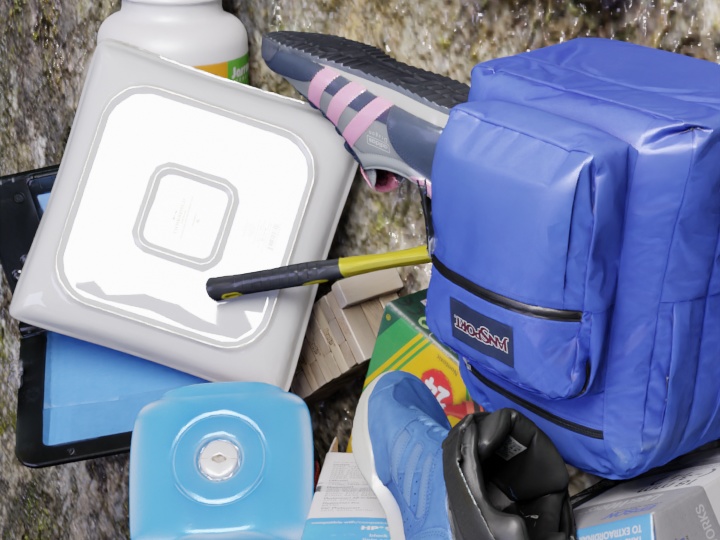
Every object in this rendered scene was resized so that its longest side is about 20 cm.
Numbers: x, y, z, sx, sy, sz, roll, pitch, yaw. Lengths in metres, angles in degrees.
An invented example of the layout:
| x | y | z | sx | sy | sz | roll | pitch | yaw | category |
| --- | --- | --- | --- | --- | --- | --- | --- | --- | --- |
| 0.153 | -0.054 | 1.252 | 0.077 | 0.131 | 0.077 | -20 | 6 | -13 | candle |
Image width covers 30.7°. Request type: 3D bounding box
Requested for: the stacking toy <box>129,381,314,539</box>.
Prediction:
| x | y | z | sx | sy | sz | roll | pitch | yaw | category |
| --- | --- | --- | --- | --- | --- | --- | --- | --- | --- |
| -0.082 | 0.167 | 0.880 | 0.201 | 0.114 | 0.111 | 85 | -179 | -57 | stacking toy |

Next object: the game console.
| x | y | z | sx | sy | sz | roll | pitch | yaw | category |
| --- | --- | --- | --- | --- | --- | --- | --- | --- | --- |
| -0.157 | 0.018 | 0.903 | 0.117 | 0.197 | 0.178 | -89 | -12 | -65 | game console |

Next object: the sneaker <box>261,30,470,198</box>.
| x | y | z | sx | sy | sz | roll | pitch | yaw | category |
| --- | --- | --- | --- | --- | --- | --- | --- | --- | --- |
| 0.000 | -0.097 | 0.843 | 0.199 | 0.070 | 0.083 | 32 | 122 | 41 | sneaker |

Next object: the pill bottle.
| x | y | z | sx | sy | sz | roll | pitch | yaw | category |
| --- | --- | --- | --- | --- | --- | --- | --- | --- | --- |
| -0.137 | -0.131 | 0.965 | 0.110 | 0.110 | 0.203 | 24 | 121 | 43 | pill bottle |

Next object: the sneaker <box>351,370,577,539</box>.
| x | y | z | sx | sy | sz | roll | pitch | yaw | category |
| --- | --- | --- | --- | --- | --- | --- | --- | --- | --- |
| 0.055 | 0.100 | 0.677 | 0.112 | 0.076 | 0.201 | -51 | 24 | 27 | sneaker |

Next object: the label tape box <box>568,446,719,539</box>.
| x | y | z | sx | sy | sz | roll | pitch | yaw | category |
| --- | --- | --- | --- | --- | --- | --- | --- | --- | --- |
| 0.131 | 0.152 | 0.672 | 0.144 | 0.199 | 0.064 | -28 | 82 | 51 | label tape box |

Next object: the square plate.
| x | y | z | sx | sy | sz | roll | pitch | yaw | category |
| --- | --- | --- | --- | --- | --- | --- | --- | --- | --- |
| -0.115 | -0.036 | 0.876 | 0.028 | 0.196 | 0.202 | 92 | -165 | -84 | square plate |

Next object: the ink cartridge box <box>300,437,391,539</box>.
| x | y | z | sx | sy | sz | roll | pitch | yaw | category |
| --- | --- | --- | --- | --- | --- | --- | --- | --- | --- |
| 0.006 | 0.185 | 0.805 | 0.067 | 0.200 | 0.118 | 0 | 101 | 4 | ink cartridge box |

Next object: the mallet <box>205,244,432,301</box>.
| x | y | z | sx | sy | sz | roll | pitch | yaw | category |
| --- | --- | --- | --- | --- | --- | --- | --- | --- | --- |
| 0.000 | 0.000 | 0.826 | 0.198 | 0.066 | 0.042 | -11 | 71 | 25 | mallet |

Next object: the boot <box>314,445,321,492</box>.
| x | y | z | sx | sy | sz | roll | pitch | yaw | category |
| --- | --- | --- | --- | --- | --- | --- | --- | --- | --- |
| -0.031 | 0.205 | 0.956 | 0.201 | 0.072 | 0.145 | 56 | 158 | 18 | boot |

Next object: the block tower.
| x | y | z | sx | sy | sz | roll | pitch | yaw | category |
| --- | --- | --- | --- | --- | --- | --- | --- | --- | --- |
| -0.036 | 0.065 | 0.960 | 0.200 | 0.054 | 0.058 | -40 | 73 | 50 | block tower |

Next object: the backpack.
| x | y | z | sx | sy | sz | roll | pitch | yaw | category |
| --- | --- | --- | --- | --- | --- | --- | --- | --- | --- |
| 0.115 | 0.001 | 0.669 | 0.162 | 0.166 | 0.203 | 30 | 129 | 48 | backpack |

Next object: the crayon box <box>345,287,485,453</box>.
| x | y | z | sx | sy | sz | roll | pitch | yaw | category |
| --- | --- | --- | --- | --- | --- | --- | --- | --- | --- |
| 0.052 | 0.130 | 0.880 | 0.127 | 0.050 | 0.202 | 40 | 131 | 34 | crayon box |
